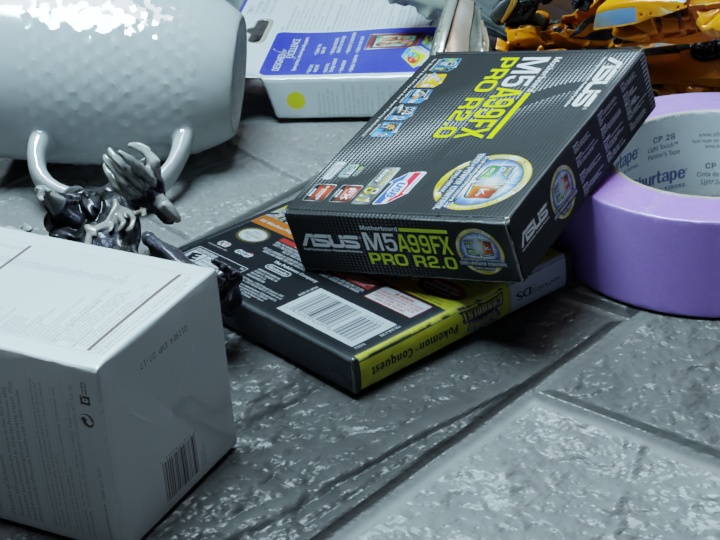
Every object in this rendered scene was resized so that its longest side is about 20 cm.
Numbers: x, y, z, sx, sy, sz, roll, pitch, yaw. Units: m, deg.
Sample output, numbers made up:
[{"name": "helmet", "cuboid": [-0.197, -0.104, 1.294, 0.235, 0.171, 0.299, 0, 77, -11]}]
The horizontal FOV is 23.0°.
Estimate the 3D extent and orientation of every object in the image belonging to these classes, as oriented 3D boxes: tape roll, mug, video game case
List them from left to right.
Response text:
[{"name": "mug", "cuboid": [-0.176, -0.127, 1.276, 0.174, 0.148, 0.201, 5, 58, 2]}, {"name": "video game case", "cuboid": [0.000, 0.000, 1.106, 0.180, 0.026, 0.199, -25, 33, -33]}, {"name": "tape roll", "cuboid": [0.224, -0.046, 1.118, 0.198, 0.066, 0.200, -4, 27, 2]}]

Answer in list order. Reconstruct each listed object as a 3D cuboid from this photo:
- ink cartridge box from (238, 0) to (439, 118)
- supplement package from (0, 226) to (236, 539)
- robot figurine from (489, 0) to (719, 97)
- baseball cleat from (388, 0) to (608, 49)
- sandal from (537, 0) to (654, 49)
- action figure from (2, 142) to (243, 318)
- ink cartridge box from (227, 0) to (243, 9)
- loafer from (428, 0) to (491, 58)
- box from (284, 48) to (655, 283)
[{"name": "ink cartridge box", "cuboid": [-0.009, -0.177, 1.432, 0.198, 0.047, 0.198, -1, 29, 9]}, {"name": "supplement package", "cuboid": [-0.181, 0.053, 0.937, 0.199, 0.110, 0.114, 11, 31, 27]}, {"name": "robot figurine", "cuboid": [0.183, -0.150, 1.233, 0.199, 0.145, 0.058, -3, 48, 32]}, {"name": "baseball cleat", "cuboid": [0.119, -0.222, 1.366, 0.199, 0.107, 0.070, 17, 15, -8]}, {"name": "sandal", "cuboid": [0.170, -0.221, 1.317, 0.206, 0.059, 0.080, 19, 44, -45]}, {"name": "action figure", "cuboid": [-0.154, -0.019, 1.074, 0.119, 0.102, 0.200, -47, 44, -9]}, {"name": "ink cartridge box", "cuboid": [-0.087, -0.355, 1.613, 0.144, 0.201, 0.145, -17, 29, -24]}, {"name": "loafer", "cuboid": [0.073, -0.118, 1.264, 0.062, 0.072, 0.201, 14, 47, 0]}, {"name": "box", "cuboid": [0.070, -0.070, 1.094, 0.159, 0.044, 0.200, 4, 37, 36]}]
